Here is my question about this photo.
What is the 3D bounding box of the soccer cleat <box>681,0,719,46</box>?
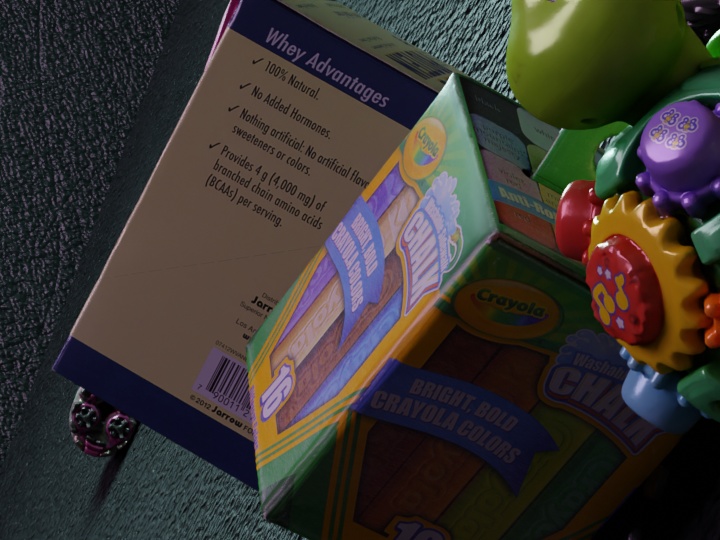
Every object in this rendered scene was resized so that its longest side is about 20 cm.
[{"bbox_3d":[0.153,-0.114,1.244,0.073,0.068,0.200,-63,8,-15],"label":"soccer cleat"}]

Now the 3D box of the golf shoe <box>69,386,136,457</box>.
[{"bbox_3d":[-0.214,0.069,2.467,0.201,0.072,0.092,-65,10,-1],"label":"golf shoe"}]

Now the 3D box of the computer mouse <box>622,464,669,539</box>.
[{"bbox_3d":[0.096,0.073,1.136,0.201,0.046,0.140,-67,11,-13],"label":"computer mouse"}]

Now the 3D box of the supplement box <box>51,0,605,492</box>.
[{"bbox_3d":[0.000,0.000,1.271,0.200,0.200,0.134,-62,-7,10],"label":"supplement box"}]

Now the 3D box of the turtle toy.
[{"bbox_3d":[0.119,-0.026,0.944,0.201,0.101,0.146,68,154,11],"label":"turtle toy"}]

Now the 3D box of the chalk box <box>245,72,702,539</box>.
[{"bbox_3d":[0.061,0.018,1.069,0.200,0.124,0.124,-52,24,25],"label":"chalk box"}]

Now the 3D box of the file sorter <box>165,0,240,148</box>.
[{"bbox_3d":[-0.015,-0.021,1.459,0.126,0.199,0.139,124,166,-48],"label":"file sorter"}]
